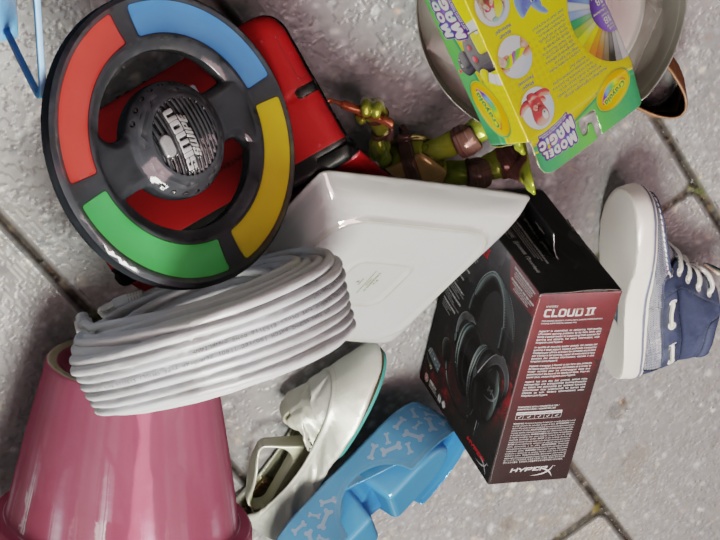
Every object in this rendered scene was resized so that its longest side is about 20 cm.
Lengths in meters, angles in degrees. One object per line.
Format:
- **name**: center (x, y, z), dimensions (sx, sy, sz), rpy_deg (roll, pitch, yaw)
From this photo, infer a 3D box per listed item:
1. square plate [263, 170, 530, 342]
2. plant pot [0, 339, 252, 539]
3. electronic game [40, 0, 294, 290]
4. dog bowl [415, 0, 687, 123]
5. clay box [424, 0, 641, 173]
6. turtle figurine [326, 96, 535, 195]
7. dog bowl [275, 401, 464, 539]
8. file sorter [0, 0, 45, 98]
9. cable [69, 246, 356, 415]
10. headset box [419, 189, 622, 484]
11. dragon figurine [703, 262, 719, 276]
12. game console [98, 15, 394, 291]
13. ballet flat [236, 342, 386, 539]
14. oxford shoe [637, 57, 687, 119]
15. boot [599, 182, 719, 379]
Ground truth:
- **square plate**: center (0.000, 0.000, 1.689), dimensions (0.198, 0.029, 0.200), rpy_deg (4, 143, -38)
- **plant pot**: center (-0.178, 0.152, 1.706), dimensions (0.199, 0.200, 0.180), rpy_deg (-2, 108, -23)
- **electronic game**: center (-0.124, -0.086, 1.505), dimensions (0.200, 0.042, 0.201), rpy_deg (8, 77, -39)
- **dog bowl**: center (0.131, -0.195, 1.626), dimensions (0.199, 0.059, 0.201), rpy_deg (-3, 104, -11)
- **clay box**: center (0.110, -0.175, 1.549), dimensions (0.115, 0.048, 0.200), rpy_deg (-35, 110, -31)
- **turtle figurine**: center (0.048, -0.070, 1.717), dimensions (0.161, 0.065, 0.200), rpy_deg (-13, 128, 6)
- **dog bowl**: center (0.004, 0.187, 1.847), dimensions (0.200, 0.050, 0.112), rpy_deg (-45, 162, -10)
- **file sorter**: center (-0.310, -0.174, 1.449), dimensions (0.199, 0.123, 0.139), rpy_deg (-10, 126, -17)
- **cable**: center (-0.101, 0.043, 1.551), dimensions (0.199, 0.200, 0.069), rpy_deg (-17, 97, 2)
- **headset box**: center (0.124, 0.043, 1.778), dimensions (0.077, 0.149, 0.201), rpy_deg (-3, 125, -23)
- **dragon figurine**: center (0.381, -0.049, 1.886), dimensions (0.199, 0.100, 0.059), rpy_deg (-23, 134, 17)
- **game console**: center (-0.094, -0.071, 1.649), dimensions (0.200, 0.119, 0.173), rpy_deg (-29, 93, 14)
- **ballet flat**: center (-0.046, 0.137, 1.826), dimensions (0.069, 0.070, 0.200), rpy_deg (12, 121, -30)
- **oxford shoe**: center (0.178, -0.177, 1.699), dimensions (0.200, 0.071, 0.071), rpy_deg (29, 110, -32)
- **boot**: center (0.248, 0.001, 1.858), dimensions (0.090, 0.073, 0.200), rpy_deg (-14, 137, -13)
